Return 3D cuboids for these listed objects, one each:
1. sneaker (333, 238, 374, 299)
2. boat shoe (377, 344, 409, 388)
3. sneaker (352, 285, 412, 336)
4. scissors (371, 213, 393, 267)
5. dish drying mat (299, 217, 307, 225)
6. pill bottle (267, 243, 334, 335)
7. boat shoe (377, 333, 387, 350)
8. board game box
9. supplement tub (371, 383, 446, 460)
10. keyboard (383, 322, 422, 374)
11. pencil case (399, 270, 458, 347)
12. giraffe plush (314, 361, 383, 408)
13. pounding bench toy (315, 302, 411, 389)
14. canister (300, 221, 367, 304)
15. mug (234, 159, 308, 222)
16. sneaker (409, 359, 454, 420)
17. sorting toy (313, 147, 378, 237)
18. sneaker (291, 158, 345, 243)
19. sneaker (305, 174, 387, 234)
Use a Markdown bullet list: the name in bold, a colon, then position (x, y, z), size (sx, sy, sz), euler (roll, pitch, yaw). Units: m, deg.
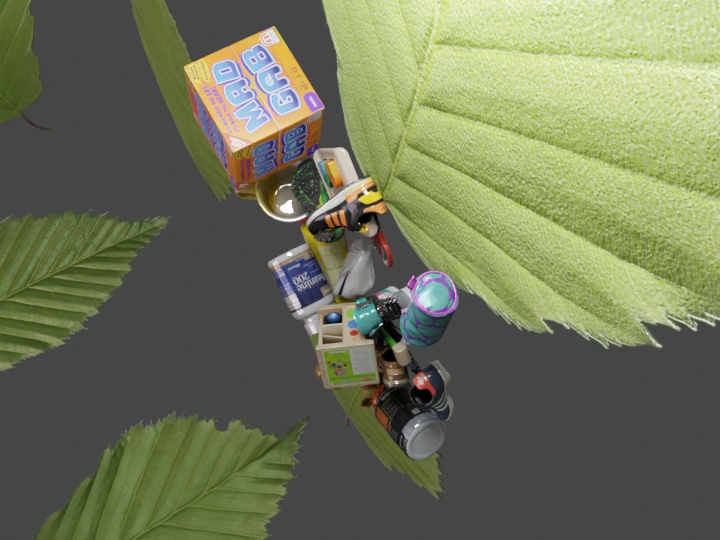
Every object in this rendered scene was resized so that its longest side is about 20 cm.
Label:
- **sneaker**: position (0.000, 0.000, 1.622), size (0.080, 0.077, 0.200), euler (20, 148, -5)
- **boat shoe**: position (0.078, 0.212, 1.720), size (0.200, 0.075, 0.074), euler (-122, 24, -75)
- **sneaker**: position (0.048, 0.084, 1.488), size (0.084, 0.120, 0.200), euler (63, 166, -7)
- **scissors**: position (0.039, -0.082, 1.429), size (0.073, 0.014, 0.200), euler (55, 164, 33)
- **dish drying mat**: position (-0.144, -0.157, 1.910), size (0.077, 0.018, 0.200), euler (60, 165, 0)
- **pill bottle**: position (-0.129, 0.047, 1.714), size (0.201, 0.111, 0.111), euler (64, 166, -3)
- **boat shoe**: position (0.021, 0.154, 1.803), size (0.075, 0.066, 0.200), euler (57, 171, 22)
- **board game box**: position (-0.213, -0.321, 1.463), size (0.201, 0.199, 0.200), euler (58, 166, 9)
- **supplement tub**: position (0.114, 0.366, 1.796), size (0.200, 0.122, 0.123), euler (43, 157, 53)
- **keyboard**: position (0.090, 0.151, 1.680), size (0.200, 0.040, 0.104), euler (55, -172, 19)
- **pencil case**: position (0.118, 0.073, 1.294), size (0.092, 0.085, 0.200), euler (31, 159, 9)
- **giraffe plush**: position (0.004, 0.276, 1.913), size (0.162, 0.173, 0.200), euler (39, -170, 39)
- **pounding bench toy**: position (0.009, 0.155, 1.612), size (0.156, 0.199, 0.125), euler (-91, -7, -51)
- **canister**: position (-0.066, -0.022, 1.759), size (0.148, 0.086, 0.201), euler (39, 153, 55)
- **mug**: position (-0.186, -0.192, 1.730), size (0.186, 0.150, 0.153), euler (36, 175, -2)
- **sneaker**: position (0.150, 0.275, 1.574), size (0.075, 0.084, 0.201), euler (48, 161, 41)
- **sorting toy**: position (-0.039, -0.159, 1.477), size (0.186, 0.036, 0.200), euler (68, 167, -14)
- **sneaker**: position (-0.093, -0.154, 1.618), size (0.085, 0.078, 0.201), euler (-1, -108, -65)
- **sneaker**: position (-0.029, -0.099, 1.383), size (0.200, 0.070, 0.090), euler (-35, 88, 45)
